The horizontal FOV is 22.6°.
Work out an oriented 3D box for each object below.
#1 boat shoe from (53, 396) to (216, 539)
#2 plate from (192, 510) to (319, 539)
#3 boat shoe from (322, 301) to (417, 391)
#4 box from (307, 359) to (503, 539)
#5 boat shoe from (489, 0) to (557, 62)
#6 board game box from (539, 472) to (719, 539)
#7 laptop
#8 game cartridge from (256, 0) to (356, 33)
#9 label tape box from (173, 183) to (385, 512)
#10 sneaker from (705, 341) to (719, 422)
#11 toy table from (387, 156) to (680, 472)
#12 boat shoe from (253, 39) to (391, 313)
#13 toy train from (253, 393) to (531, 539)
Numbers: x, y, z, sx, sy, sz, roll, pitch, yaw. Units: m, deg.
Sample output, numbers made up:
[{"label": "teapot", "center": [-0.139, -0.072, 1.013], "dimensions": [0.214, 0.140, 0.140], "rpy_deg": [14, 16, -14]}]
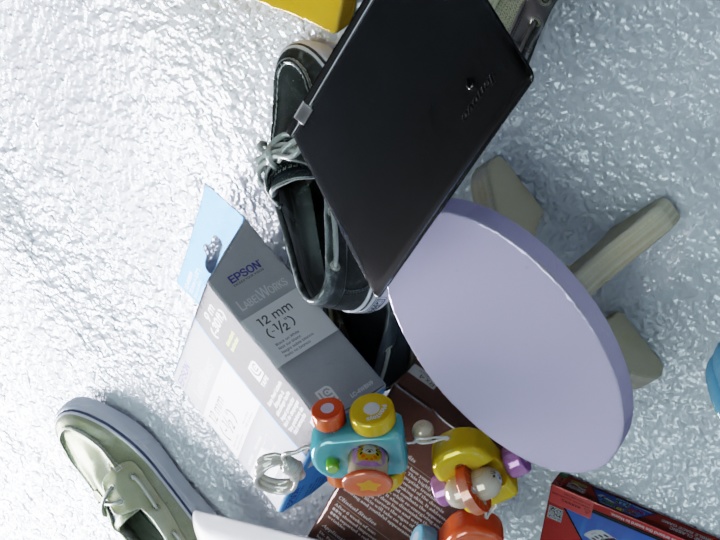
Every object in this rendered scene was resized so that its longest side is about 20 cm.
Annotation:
[{"label": "boat shoe", "center": [-0.183, 0.187, 1.488], "dimensions": [0.200, 0.062, 0.072], "rpy_deg": [43, 130, 5]}, {"label": "plate", "center": [-0.032, 0.278, 1.407], "dimensions": [0.199, 0.032, 0.200], "rpy_deg": [3, 134, 48]}, {"label": "boat shoe", "center": [0.000, 0.000, 1.268], "dimensions": [0.075, 0.062, 0.201], "rpy_deg": [15, 123, 25]}, {"label": "box", "center": [0.042, 0.159, 1.328], "dimensions": [0.100, 0.075, 0.200], "rpy_deg": [36, 131, 9]}, {"label": "boat shoe", "center": [0.119, -0.195, 1.083], "dimensions": [0.066, 0.072, 0.201], "rpy_deg": [29, 127, -6]}, {"label": "board game box", "center": [0.221, 0.225, 1.289], "dimensions": [0.199, 0.019, 0.103], "rpy_deg": [21, 127, 20]}, {"label": "laptop", "center": [0.049, -0.124, 1.079], "dimensions": [0.116, 0.200, 0.187], "rpy_deg": [38, 130, 3]}, {"label": "game cartridge", "center": [-0.079, -0.271, 1.185], "dimensions": [0.199, 0.032, 0.177], "rpy_deg": [25, 127, 15]}, {"label": "label tape box", "center": [-0.082, 0.057, 1.304], "dimensions": [0.200, 0.066, 0.143], "rpy_deg": [48, 147, 15]}, {"label": "sneaker", "center": [0.305, 0.090, 1.123], "dimensions": [0.200, 0.079, 0.131], "rpy_deg": [41, 129, 17]}, {"label": "toy table", "center": [0.116, 0.020, 1.172], "dimensions": [0.183, 0.117, 0.201], "rpy_deg": [-20, 105, 37]}, {"label": "boat shoe", "center": [-0.035, -0.066, 1.192], "dimensions": [0.073, 0.068, 0.200], "rpy_deg": [-29, 65, 45]}, {"label": "toy train", "center": [0.032, 0.162, 1.221], "dimensions": [0.199, 0.056, 0.150], "rpy_deg": [24, 127, -21]}]
